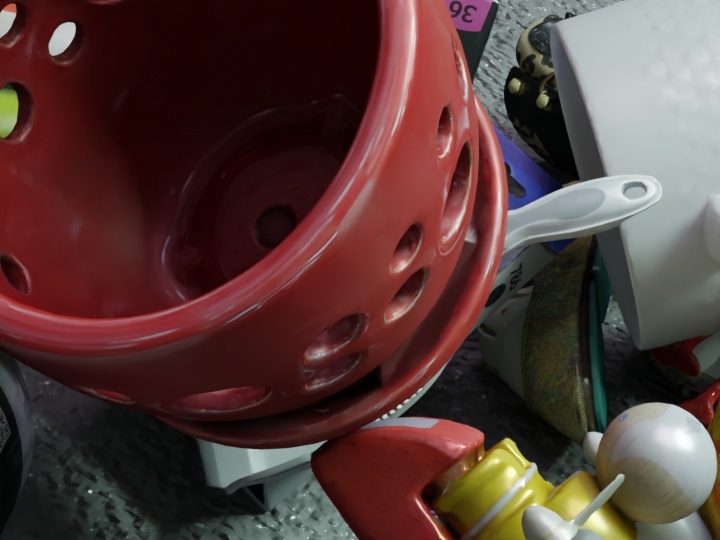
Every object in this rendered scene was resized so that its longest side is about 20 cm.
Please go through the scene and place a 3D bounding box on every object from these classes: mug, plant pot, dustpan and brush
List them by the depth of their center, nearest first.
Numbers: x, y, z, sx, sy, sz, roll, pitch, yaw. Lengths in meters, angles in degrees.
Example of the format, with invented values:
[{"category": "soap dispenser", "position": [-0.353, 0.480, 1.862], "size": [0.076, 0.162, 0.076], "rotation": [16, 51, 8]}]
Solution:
[{"category": "plant pot", "position": [-0.047, -0.037, 0.875], "size": [0.200, 0.201, 0.183], "rotation": [38, -3, 29]}, {"category": "dustpan and brush", "position": [0.022, -0.001, 0.977], "size": [0.198, 0.057, 0.140], "rotation": [-12, 63, -5]}, {"category": "mug", "position": [0.187, -0.049, 1.034], "size": [0.174, 0.149, 0.200], "rotation": [-16, 24, 1]}]

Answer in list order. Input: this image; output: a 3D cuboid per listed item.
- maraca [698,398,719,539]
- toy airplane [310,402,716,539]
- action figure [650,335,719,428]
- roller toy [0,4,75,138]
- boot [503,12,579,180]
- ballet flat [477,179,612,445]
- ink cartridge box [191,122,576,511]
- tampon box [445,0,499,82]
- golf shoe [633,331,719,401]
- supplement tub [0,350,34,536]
[{"category": "maraca", "position": [0.214, 0.055, 0.992], "size": [0.107, 0.200, 0.137], "rotation": [40, 7, -13]}, {"category": "toy airplane", "position": [0.097, 0.120, 0.902], "size": [0.198, 0.142, 0.200], "rotation": [22, 11, -34]}, {"category": "action figure", "position": [0.240, 0.010, 1.116], "size": [0.200, 0.066, 0.099], "rotation": [-37, 34, -19]}, {"category": "roller toy", "position": [-0.130, -0.074, 1.087], "size": [0.199, 0.141, 0.182], "rotation": [-13, 34, -33]}, {"category": "boot", "position": [0.132, -0.084, 1.234], "size": [0.073, 0.200, 0.150], "rotation": [-42, 49, -8]}, {"category": "ballet flat", "position": [0.087, 0.019, 1.145], "size": [0.070, 0.071, 0.200], "rotation": [18, 31, -2]}, {"category": "ink cartridge box", "position": [0.000, 0.000, 1.033], "size": [0.200, 0.039, 0.099], "rotation": [-41, 68, -19]}, {"category": "tampon box", "position": [-0.013, -0.152, 1.289], "size": [0.149, 0.127, 0.200], "rotation": [15, 31, -6]}, {"category": "golf shoe", "position": [0.217, 0.009, 1.199], "size": [0.199, 0.093, 0.073], "rotation": [-8, 41, -36]}, {"category": "supplement tub", "position": [-0.188, 0.093, 0.806], "size": [0.122, 0.123, 0.200], "rotation": [18, 30, -1]}]
